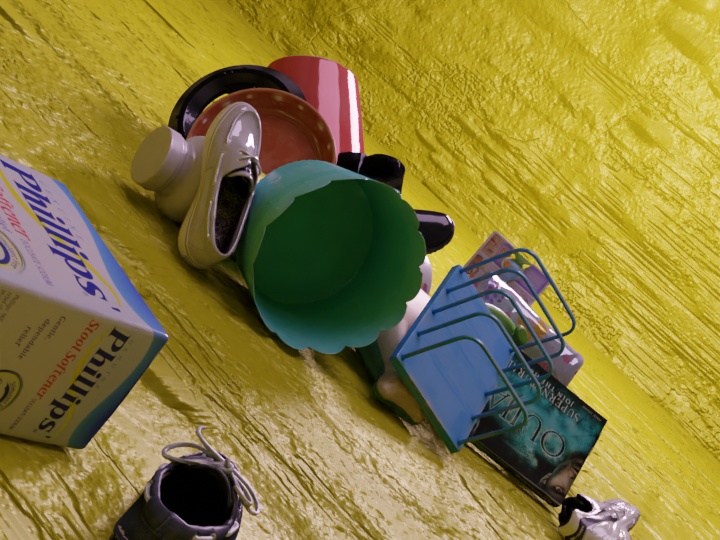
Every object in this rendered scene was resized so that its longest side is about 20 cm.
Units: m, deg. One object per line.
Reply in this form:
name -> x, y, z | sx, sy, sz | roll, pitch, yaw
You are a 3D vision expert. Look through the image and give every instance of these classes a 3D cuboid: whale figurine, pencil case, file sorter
whale figurine -> 0.037, 0.102, 1.429 | 0.159, 0.103, 0.201 | 39, 34, -27
pencil case -> 0.225, 0.093, 1.695 | 0.200, 0.083, 0.091 | 44, -23, -6
file sorter -> 0.152, 0.086, 1.385 | 0.139, 0.122, 0.200 | 57, 39, -15

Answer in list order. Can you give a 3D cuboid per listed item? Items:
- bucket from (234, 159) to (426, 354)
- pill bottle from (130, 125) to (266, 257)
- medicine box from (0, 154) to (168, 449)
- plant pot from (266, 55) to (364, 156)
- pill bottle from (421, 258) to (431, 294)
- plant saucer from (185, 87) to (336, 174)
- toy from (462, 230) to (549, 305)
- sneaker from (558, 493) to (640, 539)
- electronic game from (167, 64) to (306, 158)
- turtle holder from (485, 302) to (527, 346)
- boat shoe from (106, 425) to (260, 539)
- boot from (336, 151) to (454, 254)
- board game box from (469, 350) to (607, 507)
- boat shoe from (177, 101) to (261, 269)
bucket -> -0.041, -0.021, 1.321 | 0.207, 0.208, 0.135 | 35, 4, -27
pill bottle -> -0.168, -0.088, 1.388 | 0.199, 0.104, 0.104 | 33, 13, -38
medicine box -> -0.251, 0.000, 0.743 | 0.199, 0.103, 0.182 | 26, 18, -52
plant pot -> -0.081, -0.201, 1.731 | 0.198, 0.179, 0.201 | 5, -19, 2
pill bottle -> 0.000, 0.000, 1.549 | 0.199, 0.105, 0.104 | 13, 28, -52
plant saucer -> -0.131, -0.144, 1.552 | 0.200, 0.200, 0.032 | 43, -17, 15
toy -> 0.177, 0.051, 1.758 | 0.115, 0.200, 0.047 | 41, -1, 7
sneaker -> 0.292, 0.307, 1.479 | 0.088, 0.076, 0.200 | 42, 10, 9
electronic game -> -0.167, -0.199, 1.627 | 0.200, 0.200, 0.042 | 45, -15, 25
turtle holder -> 0.151, 0.106, 1.613 | 0.184, 0.142, 0.131 | 5, 7, -28
boat shoe -> -0.107, 0.147, 0.761 | 0.075, 0.062, 0.200 | 40, 10, 8
boot -> 0.049, -0.094, 1.616 | 0.201, 0.163, 0.066 | 84, -2, -60
board game box -> 0.207, 0.188, 1.518 | 0.199, 0.136, 0.028 | 38, -21, -9
boat shoe -> -0.141, -0.098, 1.294 | 0.068, 0.201, 0.072 | -8, -38, 45
